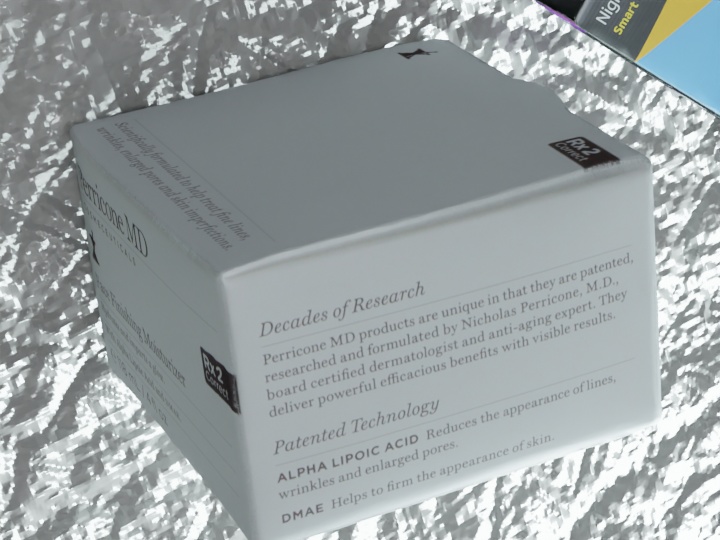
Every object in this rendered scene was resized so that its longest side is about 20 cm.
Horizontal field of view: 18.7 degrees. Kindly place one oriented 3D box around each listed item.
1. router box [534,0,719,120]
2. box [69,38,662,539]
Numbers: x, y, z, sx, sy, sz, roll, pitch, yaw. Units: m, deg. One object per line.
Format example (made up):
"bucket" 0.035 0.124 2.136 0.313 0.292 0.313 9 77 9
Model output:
"router box" 0.197 -0.180 1.076 0.149 0.051 0.200 26 97 -30
"box" 0.000 0.000 0.967 0.200 0.199 0.131 -15 116 -20
